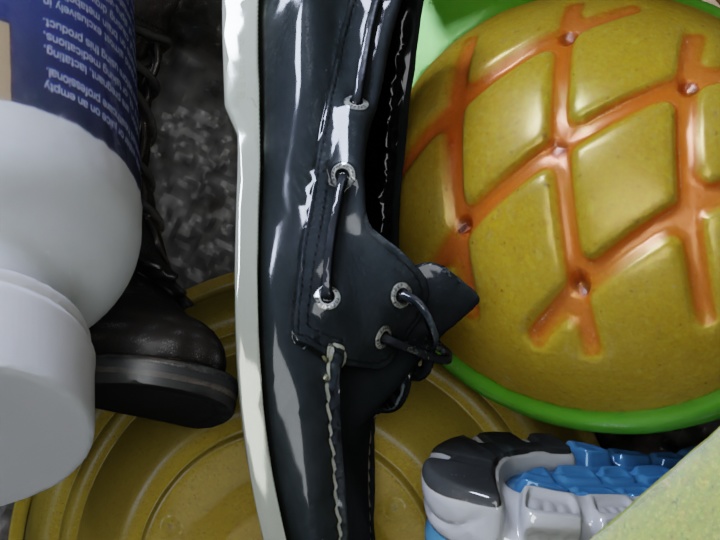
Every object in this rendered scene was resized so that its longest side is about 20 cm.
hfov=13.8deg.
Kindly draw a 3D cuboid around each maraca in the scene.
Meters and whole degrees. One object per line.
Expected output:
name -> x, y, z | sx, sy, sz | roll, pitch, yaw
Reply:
maraca -> 0.057, -0.028, 0.902 | 0.199, 0.107, 0.137 | 25, 79, 26

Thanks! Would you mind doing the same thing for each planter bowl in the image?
planter bowl -> -0.018, 0.094, 0.907 | 0.199, 0.083, 0.201 | 0, 85, 4

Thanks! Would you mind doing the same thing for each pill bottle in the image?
pill bottle -> -0.114, -0.043, 0.791 | 0.110, 0.111, 0.201 | -8, 59, 4

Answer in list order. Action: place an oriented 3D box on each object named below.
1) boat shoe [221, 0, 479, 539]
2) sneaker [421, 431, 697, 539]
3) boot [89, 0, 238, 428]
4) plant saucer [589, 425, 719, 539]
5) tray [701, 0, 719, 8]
boat shoe -> 0.000, 0.000, 0.841 | 0.066, 0.075, 0.200 | -6, 71, 7
sneaker -> 0.098, 0.099, 0.882 | 0.199, 0.075, 0.087 | 5, 108, -26
boot -> -0.077, -0.053, 0.883 | 0.069, 0.200, 0.175 | 16, 93, -32
plant saucer -> 0.168, 0.101, 0.845 | 0.200, 0.048, 0.200 | -42, 128, 1
tray -> 0.179, -0.069, 0.926 | 0.099, 0.037, 0.200 | -43, 84, 1
